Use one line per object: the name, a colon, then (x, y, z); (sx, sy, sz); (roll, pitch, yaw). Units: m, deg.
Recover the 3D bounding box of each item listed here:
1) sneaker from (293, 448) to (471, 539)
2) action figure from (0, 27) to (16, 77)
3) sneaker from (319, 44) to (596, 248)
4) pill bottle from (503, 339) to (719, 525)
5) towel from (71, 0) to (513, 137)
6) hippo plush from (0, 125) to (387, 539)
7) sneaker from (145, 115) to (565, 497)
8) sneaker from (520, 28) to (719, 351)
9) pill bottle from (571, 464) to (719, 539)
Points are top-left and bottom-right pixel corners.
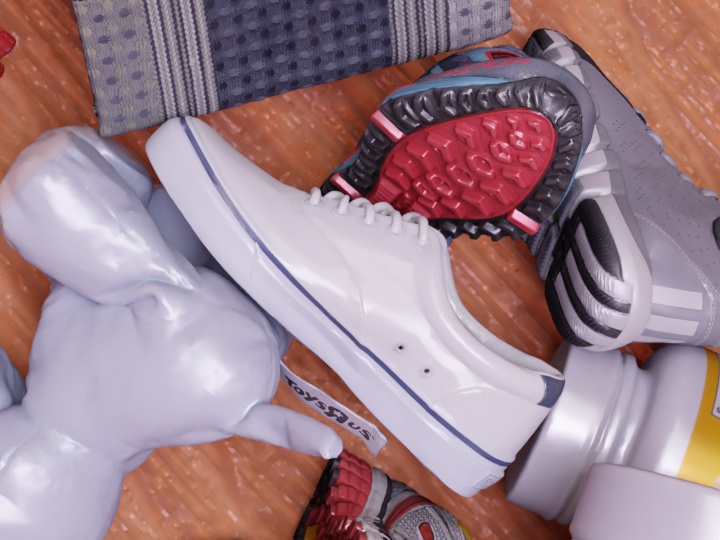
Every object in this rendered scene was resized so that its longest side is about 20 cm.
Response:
sneaker: (0.018, 0.132, 0.752); (0.082, 0.200, 0.078); (22, 107, -7)
action figure: (-0.237, -0.032, 0.825); (0.099, 0.065, 0.201); (26, 69, -9)
sneaker: (0.044, -0.065, 0.807); (0.079, 0.200, 0.096); (37, 69, -12)
pill bottle: (0.167, 0.100, 0.821); (0.199, 0.109, 0.110); (23, 70, -1)
towel: (-0.029, -0.154, 0.748); (0.191, 0.201, 0.035); (-16, 47, -12)
hippo plush: (-0.109, 0.056, 0.798); (0.161, 0.159, 0.200); (-46, 77, 7)
sneaker: (0.000, 0.000, 0.786); (0.200, 0.073, 0.071); (44, 97, -3)
sneaker: (0.131, -0.029, 0.857); (0.115, 0.075, 0.201); (10, 39, -16)
pill bottle: (0.104, 0.180, 0.696); (0.113, 0.114, 0.201); (17, 82, -3)
